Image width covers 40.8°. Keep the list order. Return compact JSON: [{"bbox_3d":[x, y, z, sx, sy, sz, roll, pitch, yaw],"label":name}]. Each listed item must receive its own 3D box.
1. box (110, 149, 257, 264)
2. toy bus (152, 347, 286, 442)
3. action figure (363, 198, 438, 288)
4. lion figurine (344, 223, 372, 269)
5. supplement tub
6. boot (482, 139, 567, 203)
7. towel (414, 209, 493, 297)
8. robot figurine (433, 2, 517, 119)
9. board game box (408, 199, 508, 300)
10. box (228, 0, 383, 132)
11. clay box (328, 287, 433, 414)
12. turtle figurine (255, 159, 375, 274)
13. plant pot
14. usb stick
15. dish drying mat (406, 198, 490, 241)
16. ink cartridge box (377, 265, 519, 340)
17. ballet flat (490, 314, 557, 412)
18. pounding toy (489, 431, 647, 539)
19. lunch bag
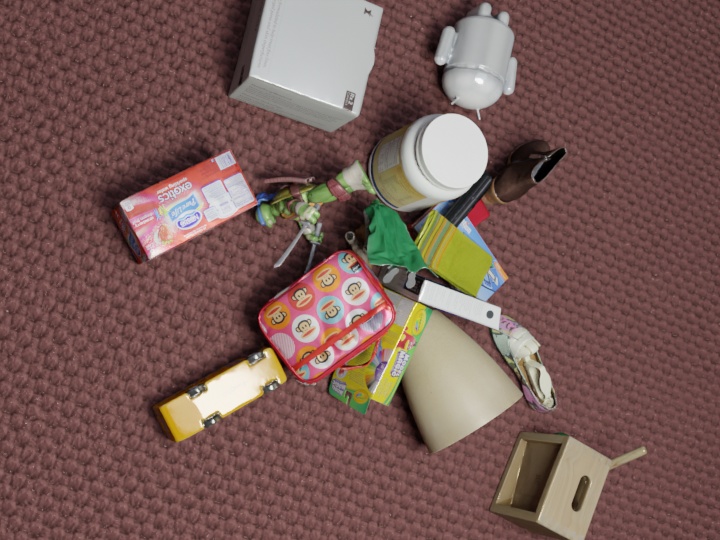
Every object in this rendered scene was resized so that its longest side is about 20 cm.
[{"bbox_3d":[-0.276,-0.099,1.514,0.200,0.095,0.100,-30,96,-23],"label":"box"},{"bbox_3d":[-0.219,0.193,1.519,0.200,0.078,0.065,-29,95,-23],"label":"toy bus"},{"bbox_3d":[0.045,-0.053,1.559,0.118,0.200,0.055,15,123,-24],"label":"action figure"},{"bbox_3d":[0.000,0.000,1.638,0.072,0.122,0.201,24,91,13],"label":"lion figurine"},{"bbox_3d":[0.113,-0.182,1.636,0.144,0.200,0.145,3,84,-24],"label":"supplement tub"},{"bbox_3d":[0.320,-0.189,1.741,0.200,0.166,0.072,-42,101,-29],"label":"boot"},{"bbox_3d":[0.162,-0.025,1.666,0.200,0.018,0.086,33,83,-44],"label":"towel"},{"bbox_3d":[0.212,-0.377,1.746,0.169,0.113,0.201,19,77,-19],"label":"robot figurine"},{"bbox_3d":[0.178,-0.031,1.734,0.103,0.019,0.200,-42,109,-20],"label":"board game box"},{"bbox_3d":[-0.091,-0.361,1.603,0.199,0.131,0.200,17,78,-21],"label":"box"},{"bbox_3d":[0.030,0.134,1.596,0.048,0.115,0.201,26,89,-38],"label":"clay box"},{"bbox_3d":[-0.061,-0.083,1.571,0.193,0.200,0.144,-29,141,4],"label":"turtle figurine"},{"bbox_3d":[0.142,0.175,1.640,0.187,0.187,0.200,-30,83,-23],"label":"plant pot"},{"bbox_3d":[0.163,-0.093,1.687,0.033,0.055,0.200,38,72,7],"label":"usb stick"},{"bbox_3d":[0.144,-0.079,1.739,0.200,0.018,0.077,-36,102,-24],"label":"dish drying mat"},{"bbox_3d":[0.150,0.051,1.631,0.199,0.198,0.044,23,90,-21],"label":"ink cartridge box"},{"bbox_3d":[0.306,0.167,1.755,0.069,0.071,0.201,-29,96,-22],"label":"ballet flat"},{"bbox_3d":[0.363,0.368,1.697,0.142,0.184,0.201,31,73,-18],"label":"pounding toy"},{"bbox_3d":[-0.045,0.083,1.540,0.200,0.082,0.176,-36,90,4],"label":"lunch bag"}]
